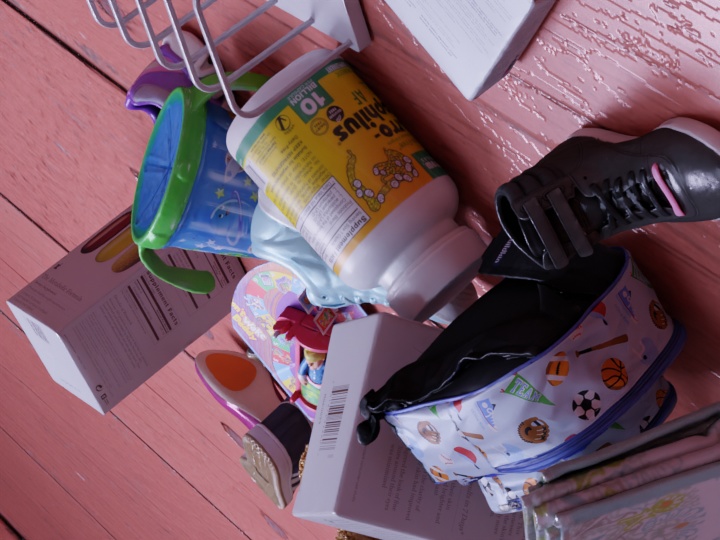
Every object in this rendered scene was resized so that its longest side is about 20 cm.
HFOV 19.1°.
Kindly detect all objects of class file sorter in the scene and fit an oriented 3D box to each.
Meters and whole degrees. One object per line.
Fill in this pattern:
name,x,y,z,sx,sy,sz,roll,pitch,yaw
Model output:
file sorter,-0.114,-0.221,1.561,0.200,0.124,0.139,34,153,42

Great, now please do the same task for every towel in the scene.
towel,0.202,0.158,1.419,0.172,0.198,0.048,83,168,-57

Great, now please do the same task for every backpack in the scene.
backpack,0.126,0.070,1.453,0.154,0.200,0.190,45,152,-9

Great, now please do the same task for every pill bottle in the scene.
pill bottle,0.002,-0.058,1.597,0.200,0.113,0.113,49,160,10

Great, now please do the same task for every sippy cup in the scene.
sippy cup,-0.108,-0.070,1.770,0.129,0.141,0.178,17,154,-18

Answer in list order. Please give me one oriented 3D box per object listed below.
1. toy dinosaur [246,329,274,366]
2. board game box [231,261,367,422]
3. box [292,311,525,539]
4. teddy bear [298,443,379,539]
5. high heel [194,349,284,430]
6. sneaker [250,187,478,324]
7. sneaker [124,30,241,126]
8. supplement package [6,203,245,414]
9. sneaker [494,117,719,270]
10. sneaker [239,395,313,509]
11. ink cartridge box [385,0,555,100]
toy dinosaur,-0.033,0.074,2.015,0.199,0.061,0.106,16,152,45
board game box,-0.043,0.084,1.944,0.158,0.039,0.200,-25,108,46
box,0.070,0.133,1.591,0.199,0.154,0.106,17,168,-17
teddy bear,0.020,0.220,1.964,0.199,0.146,0.067,17,170,-26
high heel,-0.098,0.161,2.266,0.199,0.067,0.096,29,142,22
sneaker,0.000,0.000,1.696,0.199,0.074,0.082,31,124,18
sneaker,-0.133,-0.105,1.854,0.201,0.088,0.080,54,159,-9
supplement package,-0.226,0.026,2.115,0.113,0.200,0.110,25,148,50
sneaker,0.157,-0.040,1.309,0.071,0.099,0.200,60,158,-18
sneaker,-0.062,0.171,2.153,0.070,0.108,0.200,45,166,11
ink cartridge box,0.044,-0.225,1.328,0.197,0.043,0.200,51,158,6
